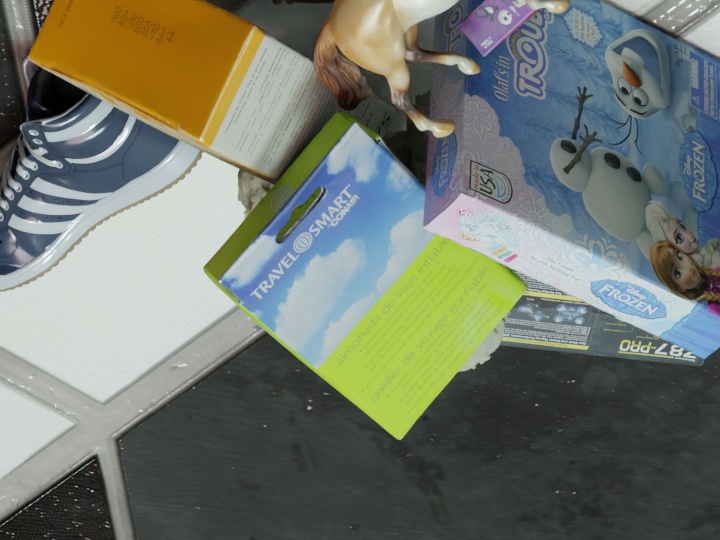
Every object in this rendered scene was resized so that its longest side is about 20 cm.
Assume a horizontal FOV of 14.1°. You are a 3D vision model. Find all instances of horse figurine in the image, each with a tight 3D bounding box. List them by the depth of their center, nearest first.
[{"bbox_3d":[0.043,-0.148,1.553,0.200,0.050,0.132,-38,130,24],"label":"horse figurine"}]

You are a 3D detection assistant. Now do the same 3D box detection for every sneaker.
[{"bbox_3d":[-0.203,-0.066,1.824,0.199,0.070,0.108,-31,134,24],"label":"sneaker"}]

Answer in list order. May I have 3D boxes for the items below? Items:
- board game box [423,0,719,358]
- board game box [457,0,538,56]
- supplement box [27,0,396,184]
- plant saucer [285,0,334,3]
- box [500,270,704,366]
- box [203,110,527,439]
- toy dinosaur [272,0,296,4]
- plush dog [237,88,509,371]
[{"bbox_3d":[0.132,-0.073,1.695,0.198,0.201,0.043,23,138,-23],"label":"board game box"},{"bbox_3d":[0.145,-0.203,1.609,0.032,0.120,0.200,51,130,3],"label":"board game box"},{"bbox_3d":[-0.081,-0.104,1.649,0.126,0.074,0.200,26,-179,26],"label":"supplement box"},{"bbox_3d":[-0.026,-0.234,1.647,0.199,0.035,0.201,2,140,1],"label":"plant saucer"},{"bbox_3d":[0.140,-0.012,1.883,0.199,0.049,0.162,6,137,-3],"label":"box"},{"bbox_3d":[0.000,0.000,1.659,0.122,0.048,0.200,-50,136,-2],"label":"box"},{"bbox_3d":[-0.088,-0.217,1.614,0.101,0.058,0.200,-17,147,4],"label":"toy dinosaur"},{"bbox_3d":[-0.013,-0.028,1.792,0.160,0.172,0.201,-26,134,-25],"label":"plush dog"}]
